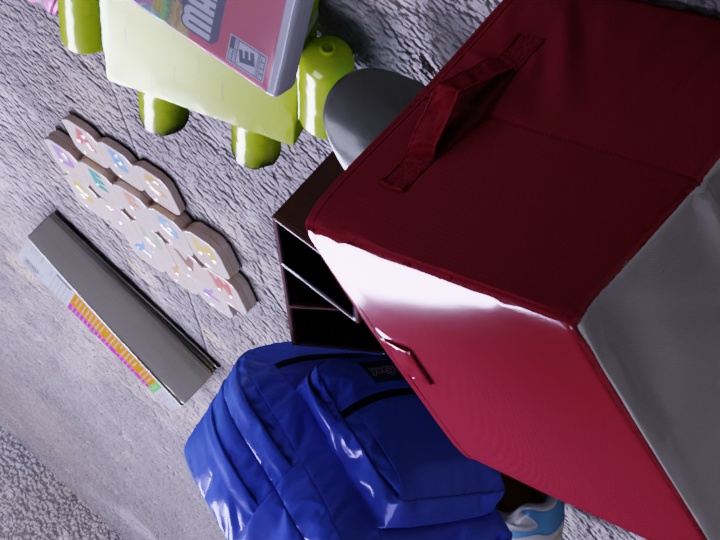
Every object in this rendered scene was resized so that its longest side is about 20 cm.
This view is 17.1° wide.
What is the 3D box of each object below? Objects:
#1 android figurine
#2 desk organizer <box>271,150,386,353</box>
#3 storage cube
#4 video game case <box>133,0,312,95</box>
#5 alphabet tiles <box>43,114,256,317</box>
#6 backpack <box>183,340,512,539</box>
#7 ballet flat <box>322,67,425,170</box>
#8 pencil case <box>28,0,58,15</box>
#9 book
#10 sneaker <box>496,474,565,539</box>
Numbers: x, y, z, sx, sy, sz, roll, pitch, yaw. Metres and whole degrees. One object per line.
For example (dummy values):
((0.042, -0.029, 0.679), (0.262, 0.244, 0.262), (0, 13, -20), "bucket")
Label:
((-0.086, -0.135, 1.342), (0.181, 0.041, 0.200), (21, 149, 9), "android figurine")
((0.000, 0.000, 1.492), (0.072, 0.077, 0.200), (37, 162, 17), "desk organizer")
((0.118, -0.002, 1.073), (0.180, 0.171, 0.200), (21, 153, 48), "storage cube")
((-0.101, -0.196, 1.223), (0.200, 0.017, 0.143), (35, 135, 21), "video game case")
((-0.165, -0.038, 1.870), (0.200, 0.015, 0.196), (33, 160, 30), "alphabet tiles")
((-0.006, 0.131, 1.594), (0.162, 0.168, 0.200), (4, -143, -43), "backpack")
((0.058, -0.035, 1.298), (0.200, 0.067, 0.064), (46, 176, -31), "ballet flat")
((-0.225, -0.235, 1.415), (0.200, 0.091, 0.094), (39, -165, 9), "pencil case")
((-0.224, 0.042, 2.138), (0.200, 0.048, 0.134), (45, 165, -3), "book")
((0.062, 0.128, 1.687), (0.200, 0.077, 0.081), (31, 149, 20), "sneaker")
